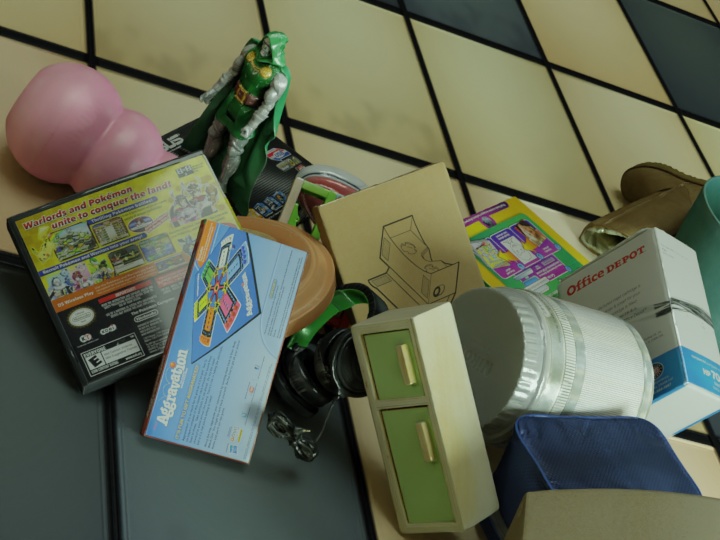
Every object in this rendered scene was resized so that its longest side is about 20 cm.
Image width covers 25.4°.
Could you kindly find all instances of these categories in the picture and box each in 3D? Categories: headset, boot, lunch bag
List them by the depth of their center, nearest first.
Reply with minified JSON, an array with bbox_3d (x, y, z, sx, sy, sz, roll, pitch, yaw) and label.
[{"bbox_3d":[-0.041,0.089,1.503,0.094,0.123,0.200,42,41,-32],"label":"headset"},{"bbox_3d":[0.218,0.228,1.523,0.199,0.133,0.136,5,36,-27],"label":"lunch bag"},{"bbox_3d":[0.360,-0.078,2.110,0.200,0.066,0.175,-26,25,-35],"label":"boot"}]

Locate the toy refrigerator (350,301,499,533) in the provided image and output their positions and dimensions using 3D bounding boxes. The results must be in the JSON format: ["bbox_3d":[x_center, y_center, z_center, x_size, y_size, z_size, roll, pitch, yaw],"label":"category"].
[{"bbox_3d":[0.058,0.136,1.463,0.070,0.076,0.201,-20,99,-51],"label":"toy refrigerator"}]

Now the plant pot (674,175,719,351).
[{"bbox_3d":[0.473,0.006,2.009,0.200,0.161,0.201,22,33,-15],"label":"plant pot"}]

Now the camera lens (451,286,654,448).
[{"bbox_3d":[0.184,0.107,1.613,0.200,0.160,0.160,16,34,-38],"label":"camera lens"}]

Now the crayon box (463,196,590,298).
[{"bbox_3d":[0.183,0.008,1.863,0.173,0.058,0.200,44,34,16],"label":"crayon box"}]

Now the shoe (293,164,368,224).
[{"bbox_3d":[0.003,-0.025,1.715,0.200,0.071,0.091,42,29,-21],"label":"shoe"}]

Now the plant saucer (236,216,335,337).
[{"bbox_3d":[-0.124,0.004,1.559,0.199,0.032,0.201,-1,35,1],"label":"plant saucer"}]

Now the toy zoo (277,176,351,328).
[{"bbox_3d":[0.000,0.000,1.665,0.199,0.132,0.020,23,-11,-7],"label":"toy zoo"}]

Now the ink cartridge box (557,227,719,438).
[{"bbox_3d":[0.304,0.078,1.732,0.086,0.146,0.201,25,46,-34],"label":"ink cartridge box"}]

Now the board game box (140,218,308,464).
[{"bbox_3d":[-0.122,0.064,1.437,0.103,0.201,0.019,18,-8,-21],"label":"board game box"}]

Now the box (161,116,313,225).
[{"bbox_3d":[-0.141,-0.099,1.752,0.160,0.044,0.200,39,33,10],"label":"box"}]

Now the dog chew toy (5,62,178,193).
[{"bbox_3d":[-0.258,-0.120,1.620,0.200,0.125,0.125,36,31,-7],"label":"dog chew toy"}]

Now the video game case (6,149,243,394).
[{"bbox_3d":[-0.199,-0.002,1.472,0.199,0.026,0.181,-21,71,-20],"label":"video game case"}]

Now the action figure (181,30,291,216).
[{"bbox_3d":[-0.122,-0.163,1.628,0.118,0.200,0.055,44,35,21],"label":"action figure"}]

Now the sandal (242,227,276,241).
[{"bbox_3d":[-0.181,-0.050,1.546,0.211,0.070,0.078,9,35,14],"label":"sandal"}]

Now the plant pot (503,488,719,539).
[{"bbox_3d":[0.199,0.301,1.367,0.176,0.200,0.200,18,33,-1],"label":"plant pot"}]

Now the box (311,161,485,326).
[{"bbox_3d":[0.050,0.005,1.641,0.163,0.021,0.201,-22,96,-29],"label":"box"}]
